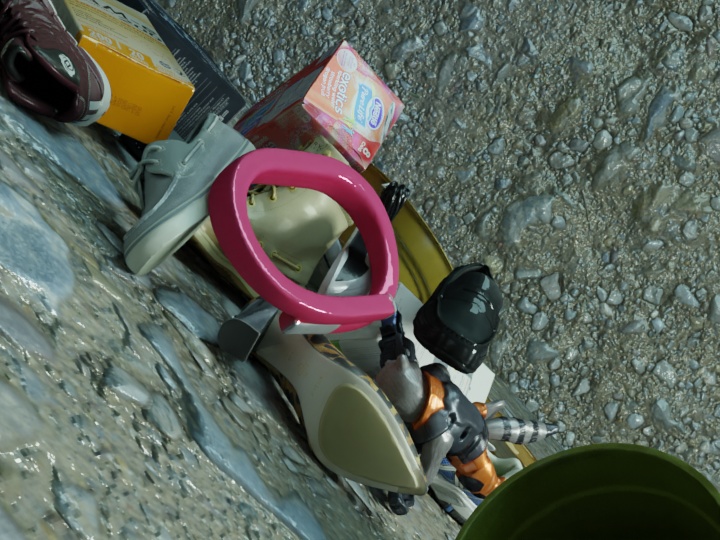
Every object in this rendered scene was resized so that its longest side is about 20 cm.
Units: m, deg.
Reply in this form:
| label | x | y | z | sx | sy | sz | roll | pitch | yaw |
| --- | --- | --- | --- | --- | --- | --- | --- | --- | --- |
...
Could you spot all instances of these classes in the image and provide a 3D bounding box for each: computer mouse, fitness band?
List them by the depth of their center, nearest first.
| label | x | y | z | sx | sy | sz | roll | pitch | yaw |
| --- | --- | --- | --- | --- | --- | --- | --- | --- | --- |
| fitness band | -0.035 | -0.024 | 0.829 | 0.199 | 0.037 | 0.146 | 1 | 66 | -53 |
| computer mouse | 0.000 | 0.000 | 0.957 | 0.043 | 0.111 | 0.201 | 28 | 33 | 1 |

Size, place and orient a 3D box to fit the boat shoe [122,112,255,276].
| label | x | y | z | sx | sy | sz | roll | pitch | yaw |
| --- | --- | --- | --- | --- | --- | --- | --- | --- | --- |
| boat shoe | -0.143 | -0.066 | 0.823 | 0.071 | 0.070 | 0.201 | 44 | 30 | -9 |

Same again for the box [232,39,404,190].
| label | x | y | z | sx | sy | sz | roll | pitch | yaw |
| --- | --- | --- | --- | --- | --- | --- | --- | --- | --- |
| box | -0.062 | -0.134 | 1.096 | 0.095 | 0.103 | 0.199 | 44 | -37 | -18 |

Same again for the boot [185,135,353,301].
| label | x | y | z | sx | sy | sz | roll | pitch | yaw |
| --- | --- | --- | --- | --- | --- | --- | --- | --- | --- |
| boot | -0.090 | -0.069 | 0.964 | 0.200 | 0.156 | 0.073 | 45 | -9 | -32 |

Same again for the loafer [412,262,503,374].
| label | x | y | z | sx | sy | sz | roll | pitch | yaw |
| --- | --- | --- | --- | --- | --- | --- | --- | --- | --- |
| loafer | 0.089 | 0.034 | 0.929 | 0.068 | 0.071 | 0.201 | 34 | 14 | 0 |

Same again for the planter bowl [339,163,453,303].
| label | x | y | z | sx | sy | sz | roll | pitch | yaw |
| --- | --- | --- | --- | --- | --- | --- | --- | --- | --- |
| planter bowl | 0.021 | -0.020 | 1.208 | 0.201 | 0.083 | 0.201 | 51 | -10 | 12 |

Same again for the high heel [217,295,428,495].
| label | x | y | z | sx | sy | sz | roll | pitch | yaw |
| --- | --- | --- | --- | --- | --- | --- | --- | --- | --- |
| high heel | -0.019 | 0.092 | 0.845 | 0.199 | 0.072 | 0.143 | 41 | 8 | 1 |

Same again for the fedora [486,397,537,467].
| label | x | y | z | sx | sy | sz | roll | pitch | yaw |
| --- | --- | --- | --- | --- | --- | --- | --- | --- | --- |
| fedora | 0.151 | 0.216 | 1.234 | 0.201 | 0.082 | 0.201 | 51 | 2 | -2 |

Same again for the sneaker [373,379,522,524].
| label | x | y | z | sx | sy | sz | roll | pitch | yaw |
| --- | --- | --- | --- | --- | --- | --- | --- | --- | --- |
| sneaker | 0.075 | 0.161 | 1.019 | 0.200 | 0.077 | 0.076 | 42 | 19 | -26 |

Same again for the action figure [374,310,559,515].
| label | x | y | z | sx | sy | sz | roll | pitch | yaw |
| --- | --- | --- | --- | --- | --- | --- | --- | --- | --- |
| action figure | 0.076 | 0.109 | 0.914 | 0.192 | 0.104 | 0.203 | 30 | 43 | -43 |

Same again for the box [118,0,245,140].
| label | x | y | z | sx | sy | sz | roll | pitch | yaw |
| --- | --- | --- | --- | --- | --- | --- | --- | --- | --- |
| box | -0.260 | -0.258 | 1.322 | 0.200 | 0.107 | 0.149 | 39 | 10 | -49 |

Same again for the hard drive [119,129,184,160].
| label | x | y | z | sx | sy | sz | roll | pitch | yaw |
| --- | --- | --- | --- | --- | --- | --- | --- | --- | --- |
| hard drive | -0.171 | -0.087 | 1.165 | 0.200 | 0.033 | 0.140 | 46 | 5 | -10 |

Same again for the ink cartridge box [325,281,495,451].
| label | x | y | z | sx | sy | sz | roll | pitch | yaw |
| --- | --- | --- | --- | --- | --- | --- | --- | --- | --- |
| ink cartridge box | 0.051 | 0.101 | 1.070 | 0.116 | 0.068 | 0.200 | -8 | -43 | 47 |

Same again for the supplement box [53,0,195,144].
| label | x | y | z | sx | sy | sz | roll | pitch | yaw |
| --- | --- | --- | --- | --- | --- | --- | --- | --- | --- |
| supplement box | -0.256 | -0.215 | 1.060 | 0.125 | 0.074 | 0.200 | 21 | 20 | -37 |

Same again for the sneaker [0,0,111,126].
| label | x | y | z | sx | sy | sz | roll | pitch | yaw |
| --- | --- | --- | --- | --- | --- | --- | --- | --- | --- |
| sneaker | -0.288 | -0.202 | 0.879 | 0.200 | 0.076 | 0.116 | 46 | 8 | -11 |

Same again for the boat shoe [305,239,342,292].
| label | x | y | z | sx | sy | sz | roll | pitch | yaw |
| --- | --- | --- | --- | --- | --- | --- | --- | --- | --- |
| boat shoe | -0.058 | 0.006 | 1.140 | 0.202 | 0.085 | 0.076 | 138 | -68 | -82 |

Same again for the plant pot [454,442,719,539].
| label | x | y | z | sx | sy | sz | roll | pitch | yaw |
| --- | --- | --- | --- | --- | --- | --- | --- | --- | --- |
| plant pot | 0.179 | 0.257 | 0.713 | 0.194 | 0.199 | 0.201 | 57 | -1 | -32 |
